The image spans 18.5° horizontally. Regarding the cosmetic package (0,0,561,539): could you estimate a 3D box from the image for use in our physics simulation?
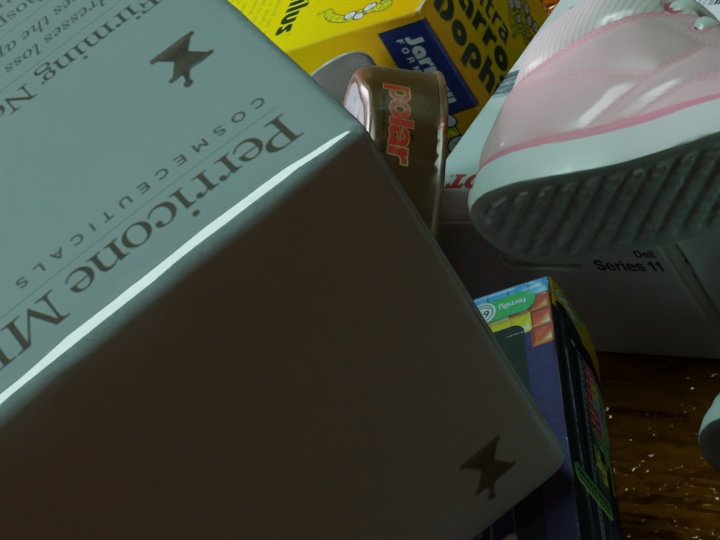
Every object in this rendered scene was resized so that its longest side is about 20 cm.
[{"bbox_3d":[-0.075,0.014,0.707,0.167,0.166,0.200,-39,43,-6],"label":"cosmetic package"}]

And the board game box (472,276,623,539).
[{"bbox_3d":[-0.009,0.105,0.758,0.199,0.057,0.166,-18,45,17],"label":"board game box"}]

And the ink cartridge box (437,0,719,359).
[{"bbox_3d":[0.133,-0.062,0.943,0.146,0.083,0.200,3,47,47],"label":"ink cartridge box"}]

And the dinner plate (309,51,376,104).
[{"bbox_3d":[-0.040,-0.006,0.987,0.024,0.200,0.200,30,61,12],"label":"dinner plate"}]

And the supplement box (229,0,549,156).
[{"bbox_3d":[-0.013,-0.095,1.113,0.200,0.109,0.110,-15,35,32],"label":"supplement box"}]

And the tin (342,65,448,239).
[{"bbox_3d":[0.000,0.000,0.906,0.042,0.200,0.112,5,55,-9],"label":"tin"}]

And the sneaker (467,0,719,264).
[{"bbox_3d":[0.138,-0.065,0.802,0.200,0.075,0.105,-6,50,30],"label":"sneaker"}]

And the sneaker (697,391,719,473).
[{"bbox_3d":[0.218,0.012,0.765,0.200,0.074,0.116,-9,42,40],"label":"sneaker"}]
